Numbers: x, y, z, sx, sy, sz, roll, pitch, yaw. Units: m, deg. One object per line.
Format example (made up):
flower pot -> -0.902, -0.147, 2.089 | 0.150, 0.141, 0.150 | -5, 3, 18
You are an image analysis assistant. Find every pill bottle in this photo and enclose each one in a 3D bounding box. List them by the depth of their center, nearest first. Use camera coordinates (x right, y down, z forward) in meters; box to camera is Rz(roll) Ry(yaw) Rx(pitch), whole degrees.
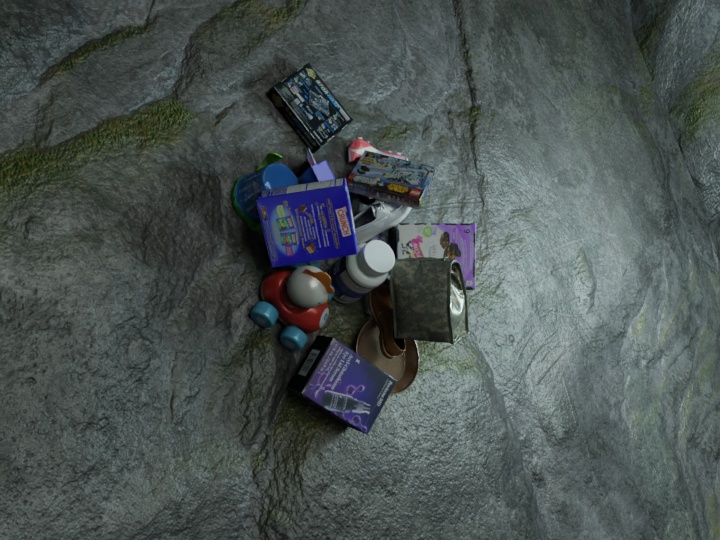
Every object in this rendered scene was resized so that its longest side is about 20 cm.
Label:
pill bottle -> 0.000, 0.000, 1.650 | 0.111, 0.200, 0.111 | 11, 65, -24

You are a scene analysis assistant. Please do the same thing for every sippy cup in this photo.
sippy cup -> -0.217, -0.187, 1.609 | 0.140, 0.130, 0.178 | -24, 89, -39

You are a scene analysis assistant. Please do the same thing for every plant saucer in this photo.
plant saucer -> 0.063, 0.217, 1.732 | 0.200, 0.037, 0.201 | 13, 67, -32

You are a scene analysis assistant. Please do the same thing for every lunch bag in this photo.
lunch bag -> 0.163, 0.062, 1.621 | 0.118, 0.164, 0.200 | -22, 110, -55

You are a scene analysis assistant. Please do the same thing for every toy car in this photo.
toy car -> -0.118, 0.056, 1.550 | 0.177, 0.200, 0.184 | 42, 54, -17

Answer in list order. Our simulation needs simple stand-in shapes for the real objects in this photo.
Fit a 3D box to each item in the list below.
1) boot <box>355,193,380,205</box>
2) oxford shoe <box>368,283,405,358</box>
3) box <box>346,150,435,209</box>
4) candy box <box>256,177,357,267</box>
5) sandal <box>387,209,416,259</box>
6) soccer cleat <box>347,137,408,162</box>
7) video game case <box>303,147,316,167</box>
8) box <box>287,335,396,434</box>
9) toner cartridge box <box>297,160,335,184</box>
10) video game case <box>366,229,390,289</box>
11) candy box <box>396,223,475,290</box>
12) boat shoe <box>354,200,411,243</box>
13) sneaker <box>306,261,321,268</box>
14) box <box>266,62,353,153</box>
boot -> 0.072, -0.209, 1.857 | 0.200, 0.068, 0.131 | 14, 51, -23
oxford shoe -> 0.075, 0.117, 1.711 | 0.071, 0.071, 0.200 | -8, 77, -37
box -> 0.080, -0.238, 1.767 | 0.200, 0.040, 0.137 | 16, 50, 14
candy box -> -0.115, -0.107, 1.520 | 0.077, 0.200, 0.169 | -90, 172, -63
sandal -> 0.099, -0.091, 1.811 | 0.075, 0.048, 0.201 | 18, 77, -32
soccer cleat -> 0.052, -0.303, 1.896 | 0.200, 0.067, 0.077 | 20, 71, -27
video game case -> -0.091, -0.205, 1.715 | 0.019, 0.143, 0.200 | -24, 89, 0
box -> -0.042, 0.263, 1.571 | 0.200, 0.104, 0.148 | 35, 74, -21
toner cartridge box -> -0.114, -0.186, 1.638 | 0.043, 0.200, 0.095 | -25, 90, -26
video game case -> 0.097, -0.038, 1.843 | 0.200, 0.045, 0.181 | 33, 59, -24
candy box -> 0.192, -0.035, 1.736 | 0.200, 0.072, 0.168 | 0, 87, 5
boat shoe -> 0.043, -0.146, 1.761 | 0.069, 0.200, 0.072 | 53, 11, -52
sneaker -> -0.119, -0.070, 1.621 | 0.079, 0.095, 0.200 | -34, 131, -33
box -> -0.132, -0.435, 1.815 | 0.200, 0.046, 0.159 | 51, 52, -11
